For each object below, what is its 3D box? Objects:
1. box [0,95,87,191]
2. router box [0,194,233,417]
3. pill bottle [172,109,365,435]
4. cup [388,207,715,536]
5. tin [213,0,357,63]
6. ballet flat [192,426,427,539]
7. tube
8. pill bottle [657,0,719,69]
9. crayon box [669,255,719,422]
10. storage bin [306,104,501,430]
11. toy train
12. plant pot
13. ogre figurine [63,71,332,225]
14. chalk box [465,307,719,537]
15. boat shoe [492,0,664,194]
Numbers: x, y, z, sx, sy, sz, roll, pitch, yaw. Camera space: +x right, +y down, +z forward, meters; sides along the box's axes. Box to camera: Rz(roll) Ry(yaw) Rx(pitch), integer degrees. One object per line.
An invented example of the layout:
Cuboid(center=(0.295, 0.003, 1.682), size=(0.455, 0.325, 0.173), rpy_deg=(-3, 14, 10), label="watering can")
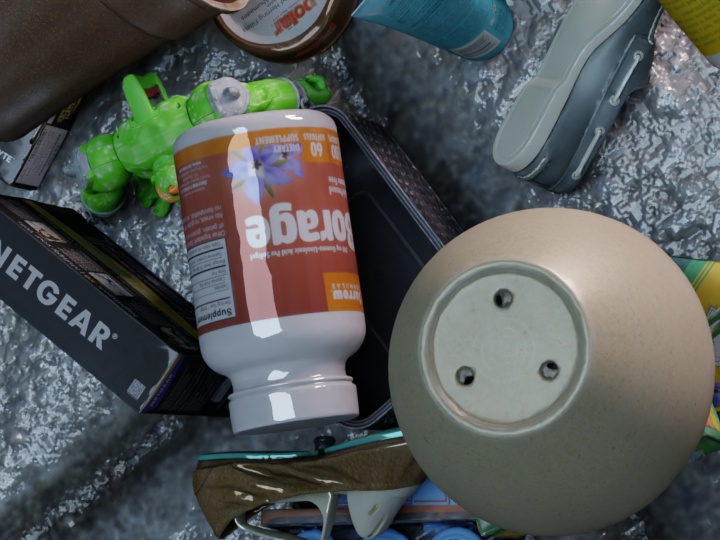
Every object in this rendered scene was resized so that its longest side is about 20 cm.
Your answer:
Cuboid(center=(-0.282, -0.194, 1.826), size=(0.199, 0.050, 0.199), rpy_deg=(31, 94, 17), label="box")
Cuboid(center=(-0.181, 0.025, 1.717), size=(0.200, 0.157, 0.052), rpy_deg=(38, 98, 19), label="router box")
Cuboid(center=(-0.056, 0.003, 1.599), size=(0.112, 0.112, 0.201), rpy_deg=(-11, 83, 19), label="pill bottle")
Cuboid(center=(0.098, 0.052, 1.423), size=(0.199, 0.143, 0.202), rpy_deg=(-2, 81, 16), label="cup")
Cuboid(center=(-0.080, -0.243, 1.765), size=(0.112, 0.042, 0.201), rpy_deg=(-36, 75, 19), label="tin")
Cuboid(center=(-0.021, 0.146, 1.626), size=(0.199, 0.068, 0.073), rpy_deg=(-10, 85, 22), label="ballet flat")
Cuboid(center=(0.052, -0.180, 1.624), size=(0.050, 0.200, 0.078), rpy_deg=(39, 98, 17), label="tube")
Cuboid(center=(0.243, -0.200, 1.577), size=(0.111, 0.111, 0.200), rpy_deg=(-38, 100, 13), label="pill bottle")
Cuboid(center=(0.271, 0.059, 1.602), size=(0.199, 0.058, 0.120), rpy_deg=(7, 88, 20), label="crayon box")
Cuboid(center=(0.000, 0.000, 1.687), size=(0.135, 0.094, 0.200), rpy_deg=(-40, 75, 13), label="storage bin")
Cuboid(center=(0.028, 0.169, 1.673), size=(0.199, 0.087, 0.115), rpy_deg=(-4, 76, 22), label="toy train")
Cuboid(center=(-0.213, -0.204, 1.691), size=(0.198, 0.200, 0.201), rpy_deg=(-37, 75, 20), label="plant pot")
Cuboid(center=(-0.129, -0.090, 1.726), size=(0.199, 0.120, 0.099), rpy_deg=(-4, 85, 20), label="ogre figurine")
Cuboid(center=(0.154, 0.075, 1.541), size=(0.199, 0.125, 0.125), rpy_deg=(-25, 77, 12), label="chalk box")
Cuboid(center=(0.168, -0.143, 1.665), size=(0.062, 0.073, 0.201), rpy_deg=(33, 91, -24), label="boat shoe")
